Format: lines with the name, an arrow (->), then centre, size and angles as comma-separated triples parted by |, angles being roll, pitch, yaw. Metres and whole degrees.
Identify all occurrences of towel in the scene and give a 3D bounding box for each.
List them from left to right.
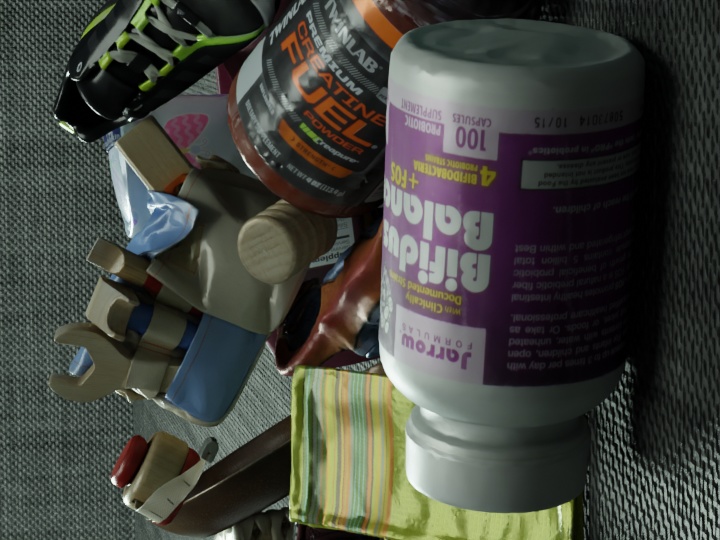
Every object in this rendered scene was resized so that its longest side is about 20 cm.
towel -> 0.033, 0.097, 1.209 | 0.199, 0.018, 0.087 | 4, 98, 47

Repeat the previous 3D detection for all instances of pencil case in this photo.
pencil case -> -0.053, -0.073, 1.428 | 0.083, 0.198, 0.091 | 96, 166, -55

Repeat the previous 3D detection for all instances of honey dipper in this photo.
honey dipper -> -0.002, -0.043, 1.318 | 0.200, 0.038, 0.038 | -35, -47, -55

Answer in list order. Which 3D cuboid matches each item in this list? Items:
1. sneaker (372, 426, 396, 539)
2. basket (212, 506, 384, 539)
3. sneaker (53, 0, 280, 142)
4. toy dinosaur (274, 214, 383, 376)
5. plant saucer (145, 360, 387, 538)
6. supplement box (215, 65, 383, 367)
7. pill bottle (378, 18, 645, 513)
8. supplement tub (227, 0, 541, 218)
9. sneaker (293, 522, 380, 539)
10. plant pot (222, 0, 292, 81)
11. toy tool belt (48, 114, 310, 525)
sneaker -> 0.041, 0.122, 1.306 | 0.080, 0.077, 0.201 | -91, 7, -51
basket -> -0.031, 0.222, 1.550 | 0.200, 0.122, 0.137 | 129, 137, -72
sneaker -> -0.108, -0.113, 1.273 | 0.083, 0.072, 0.200 | -59, 13, -26
toy dinosaur -> 0.000, 0.000, 1.276 | 0.181, 0.199, 0.106 | -31, 60, 27
plant saucer -> -0.039, 0.109, 1.466 | 0.032, 0.199, 0.200 | 59, 168, -1
supplement box -> -0.033, -0.050, 1.537 | 0.110, 0.085, 0.201 | 62, -163, -60
pill bottle -> 0.064, -0.002, 1.053 | 0.112, 0.111, 0.202 | -123, 33, -70
supplement tub -> 0.019, -0.120, 1.202 | 0.200, 0.106, 0.108 | -48, 41, 45
sneaker -> -0.026, 0.164, 1.318 | 0.200, 0.075, 0.116 | 74, -167, -67
plant pot -> -0.026, -0.189, 1.340 | 0.200, 0.198, 0.180 | -108, 4, -55
toy tool belt -> -0.116, 0.027, 1.334 | 0.201, 0.122, 0.125 | -63, 9, 2
